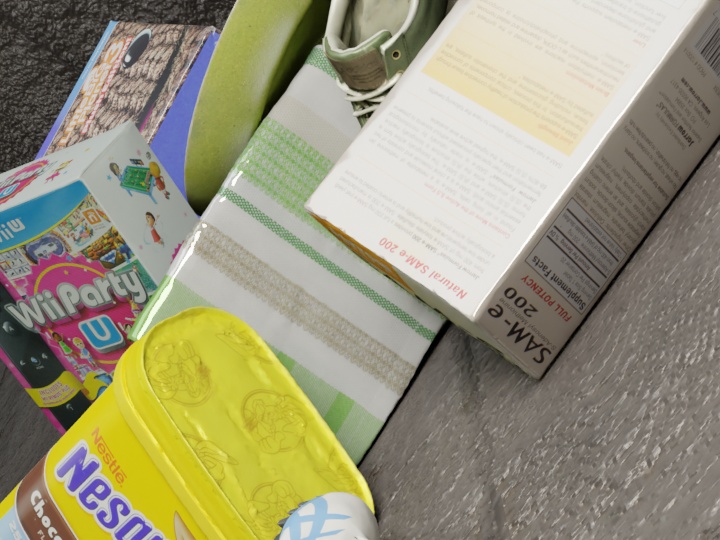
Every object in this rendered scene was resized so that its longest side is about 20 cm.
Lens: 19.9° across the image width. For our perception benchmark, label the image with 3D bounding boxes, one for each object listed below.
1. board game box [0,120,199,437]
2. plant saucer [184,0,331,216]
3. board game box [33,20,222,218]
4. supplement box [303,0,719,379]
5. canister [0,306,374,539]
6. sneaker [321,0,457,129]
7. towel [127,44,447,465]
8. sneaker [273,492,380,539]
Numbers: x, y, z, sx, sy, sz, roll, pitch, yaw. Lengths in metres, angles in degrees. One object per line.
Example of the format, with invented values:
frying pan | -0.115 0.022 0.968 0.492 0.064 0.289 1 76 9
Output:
board game box | -0.138 0.028 1.170 0.148 0.200 0.064 -18 25 38
plant saucer | -0.038 -0.116 1.168 0.200 0.031 0.200 -60 -13 -24
board game box | -0.132 -0.073 1.353 0.159 0.097 0.200 -62 25 -6
supplement box | 0.086 -0.068 0.964 0.126 0.074 0.200 36 87 41
canister | -0.102 0.133 1.056 0.087 0.149 0.200 -26 -14 -48
sneaker | 0.012 -0.096 1.059 0.067 0.090 0.200 0 88 35
towel | -0.017 -0.005 1.115 0.200 0.149 0.031 -57 13 -14
sneaker | -0.007 0.151 0.873 0.072 0.072 0.200 -14 17 12
